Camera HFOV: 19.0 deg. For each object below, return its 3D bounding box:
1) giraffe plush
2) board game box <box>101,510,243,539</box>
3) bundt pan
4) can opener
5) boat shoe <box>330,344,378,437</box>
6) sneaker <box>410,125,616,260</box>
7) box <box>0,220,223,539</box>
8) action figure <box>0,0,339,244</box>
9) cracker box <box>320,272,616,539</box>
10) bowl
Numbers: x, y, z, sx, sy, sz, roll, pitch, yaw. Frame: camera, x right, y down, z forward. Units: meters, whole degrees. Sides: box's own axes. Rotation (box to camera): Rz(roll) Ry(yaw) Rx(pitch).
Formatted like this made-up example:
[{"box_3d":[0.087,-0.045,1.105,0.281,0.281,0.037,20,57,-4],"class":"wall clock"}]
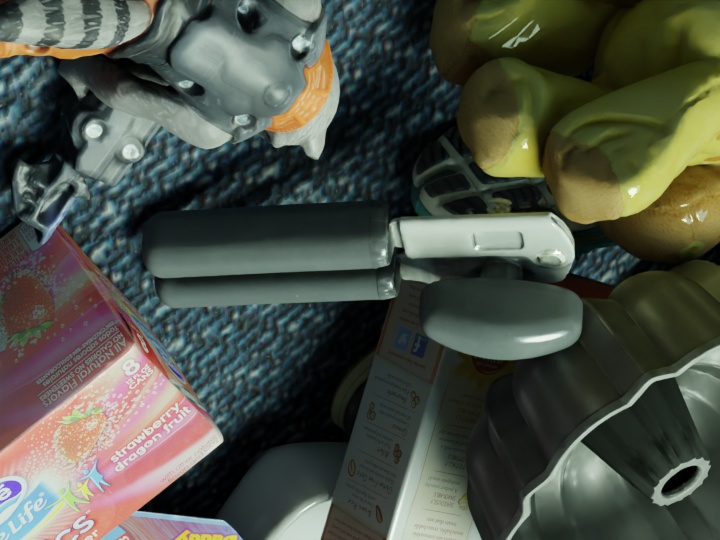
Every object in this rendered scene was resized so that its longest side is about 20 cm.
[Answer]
[{"box_3d":[0.147,-0.074,0.995,0.199,0.173,0.163,-22,145,2],"class":"giraffe plush"},{"box_3d":[-0.141,0.191,1.072,0.198,0.039,0.159,8,122,-18],"class":"board game box"},{"box_3d":[0.134,0.074,1.026,0.201,0.076,0.203,-22,142,-18],"class":"bundt pan"},{"box_3d":[0.000,0.000,0.960,0.198,0.067,0.053,2,146,10],"class":"can opener"},{"box_3d":[0.077,0.062,1.176,0.199,0.065,0.074,-14,138,-32],"class":"boat shoe"},{"box_3d":[0.104,-0.033,1.092,0.199,0.078,0.080,-5,142,-40],"class":"sneaker"},{"box_3d":[-0.175,0.084,0.941,0.200,0.095,0.103,-38,145,-2],"class":"box"},{"box_3d":[-0.090,-0.078,0.838,0.193,0.105,0.201,15,117,-39],"class":"action figure"},{"box_3d":[0.062,0.093,1.099,0.133,0.058,0.202,15,93,-37],"class":"cracker box"},{"box_3d":[-0.019,0.170,1.193,0.199,0.075,0.201,8,125,-43],"class":"bowl"}]
